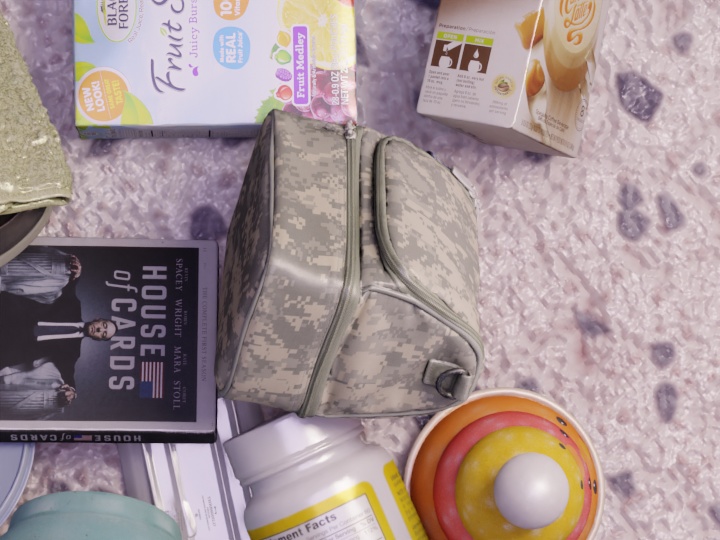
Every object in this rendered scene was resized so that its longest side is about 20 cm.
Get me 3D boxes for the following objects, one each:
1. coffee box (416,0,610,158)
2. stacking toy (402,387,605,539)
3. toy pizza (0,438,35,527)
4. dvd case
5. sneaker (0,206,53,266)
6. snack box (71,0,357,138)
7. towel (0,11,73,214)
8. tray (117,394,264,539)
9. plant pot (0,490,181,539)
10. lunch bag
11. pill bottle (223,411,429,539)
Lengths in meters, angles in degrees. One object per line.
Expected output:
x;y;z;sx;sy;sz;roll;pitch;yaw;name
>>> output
0.116;-0.191;1.577;0.079;0.114;0.202;11;88;29;coffee box
0.108;0.152;1.523;0.145;0.200;0.148;0;87;-4;stacking toy
-0.321;0.121;1.557;0.198;0.032;0.202;0;64;-1;toy pizza
-0.197;0.047;1.566;0.198;0.025;0.152;0;62;-3;dvd case
-0.313;-0.041;1.534;0.198;0.107;0.075;-18;56;1;sneaker
-0.103;-0.180;1.595;0.198;0.068;0.170;-2;85;-3;snack box
-0.286;-0.117;1.540;0.147;0.037;0.201;-11;61;-31;towel
-0.109;0.169;1.595;0.106;0.022;0.202;-12;87;-4;tray
-0.183;0.231;1.515;0.198;0.201;0.135;6;58;-4;plant pot
0.000;0.000;1.519;0.166;0.201;0.140;14;126;-11;lunch bag
-0.011;0.190;1.554;0.114;0.114;0.201;-24;88;-5;pill bottle
